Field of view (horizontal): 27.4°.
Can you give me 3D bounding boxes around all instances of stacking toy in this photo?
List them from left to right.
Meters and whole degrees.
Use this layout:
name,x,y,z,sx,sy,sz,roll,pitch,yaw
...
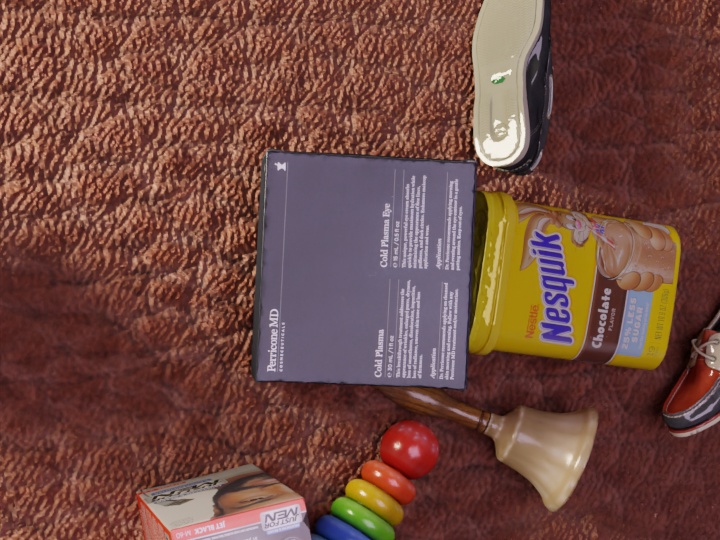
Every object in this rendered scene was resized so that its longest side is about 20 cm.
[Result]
name,x,y,z,sx,sy,sz,roll,pitch,yaw
stacking toy,0.003,0.221,1.324,0.085,0.085,0.200,36,76,-14

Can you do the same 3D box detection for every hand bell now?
name,x,y,z,sx,sy,sz,roll,pitch,yaw
hand bell,0.106,0.135,1.358,0.200,0.104,0.104,23,85,-3

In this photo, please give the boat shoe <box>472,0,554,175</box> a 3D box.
name,x,y,z,sx,sy,sz,roll,pitch,yaw
boat shoe,0.147,-0.188,1.369,0.068,0.072,0.200,14,79,-52

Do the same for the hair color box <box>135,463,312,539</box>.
name,x,y,z,sx,sy,sz,roll,pitch,yaw
hair color box,-0.115,0.213,1.221,0.111,0.200,0.064,-11,95,-16

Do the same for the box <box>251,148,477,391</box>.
name,x,y,z,sx,sy,sz,roll,pitch,yaw
box,0.000,0.000,1.285,0.182,0.104,0.200,3,89,-7

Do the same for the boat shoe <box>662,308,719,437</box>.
name,x,y,z,sx,sy,sz,roll,pitch,yaw
boat shoe,0.351,0.073,1.419,0.200,0.071,0.063,-47,118,-17

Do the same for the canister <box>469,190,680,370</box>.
name,x,y,z,sx,sy,sz,roll,pitch,yaw
canister,0.187,0.012,1.366,0.200,0.087,0.149,8,90,-18
